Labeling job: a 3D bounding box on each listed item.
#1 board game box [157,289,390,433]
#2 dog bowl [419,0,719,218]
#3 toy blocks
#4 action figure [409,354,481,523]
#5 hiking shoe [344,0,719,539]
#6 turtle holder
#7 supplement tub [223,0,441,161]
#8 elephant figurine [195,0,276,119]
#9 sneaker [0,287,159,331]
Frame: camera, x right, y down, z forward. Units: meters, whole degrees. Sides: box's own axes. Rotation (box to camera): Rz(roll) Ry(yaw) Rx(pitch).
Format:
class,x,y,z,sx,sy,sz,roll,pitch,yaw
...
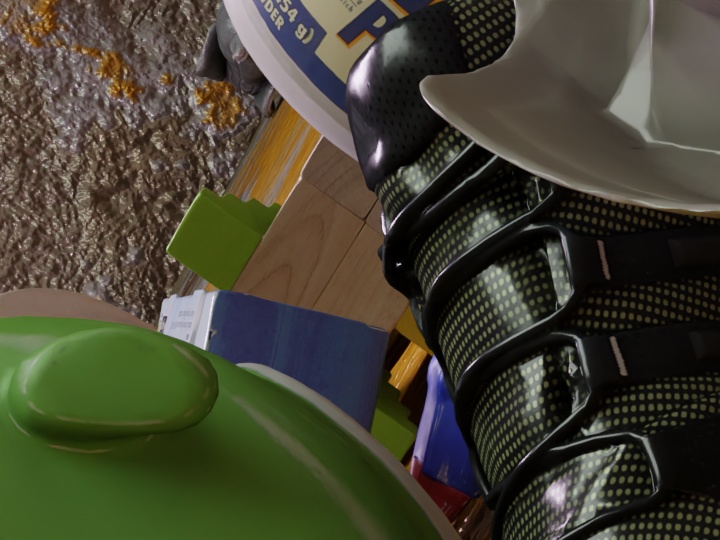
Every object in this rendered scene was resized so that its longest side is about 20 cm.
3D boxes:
class,x,y,z,sx,sy,sz,roll,pitch,yaw
board game box,-0.044,0.107,0.665,0.200,0.043,0.200,174,109,-83
dog bowl,0.079,-0.093,0.318,0.200,0.058,0.201,-25,55,42
toy blocks,0.000,0.000,0.935,0.200,0.100,0.137,-58,-6,27
action figure,0.021,-0.015,0.727,0.201,0.099,0.065,-58,5,0
hiking shoe,0.033,0.011,0.419,0.076,0.100,0.200,-55,8,48
turtle holder,-0.053,0.075,0.480,0.142,0.185,0.132,-64,-16,1
supplement tub,0.061,-0.116,0.600,0.145,0.145,0.200,-64,6,-34
elephant figurine,-0.122,-0.252,3.284,0.142,0.154,0.200,63,151,30
sneaker,-0.116,0.083,1.027,0.146,0.081,0.200,-38,-29,25
